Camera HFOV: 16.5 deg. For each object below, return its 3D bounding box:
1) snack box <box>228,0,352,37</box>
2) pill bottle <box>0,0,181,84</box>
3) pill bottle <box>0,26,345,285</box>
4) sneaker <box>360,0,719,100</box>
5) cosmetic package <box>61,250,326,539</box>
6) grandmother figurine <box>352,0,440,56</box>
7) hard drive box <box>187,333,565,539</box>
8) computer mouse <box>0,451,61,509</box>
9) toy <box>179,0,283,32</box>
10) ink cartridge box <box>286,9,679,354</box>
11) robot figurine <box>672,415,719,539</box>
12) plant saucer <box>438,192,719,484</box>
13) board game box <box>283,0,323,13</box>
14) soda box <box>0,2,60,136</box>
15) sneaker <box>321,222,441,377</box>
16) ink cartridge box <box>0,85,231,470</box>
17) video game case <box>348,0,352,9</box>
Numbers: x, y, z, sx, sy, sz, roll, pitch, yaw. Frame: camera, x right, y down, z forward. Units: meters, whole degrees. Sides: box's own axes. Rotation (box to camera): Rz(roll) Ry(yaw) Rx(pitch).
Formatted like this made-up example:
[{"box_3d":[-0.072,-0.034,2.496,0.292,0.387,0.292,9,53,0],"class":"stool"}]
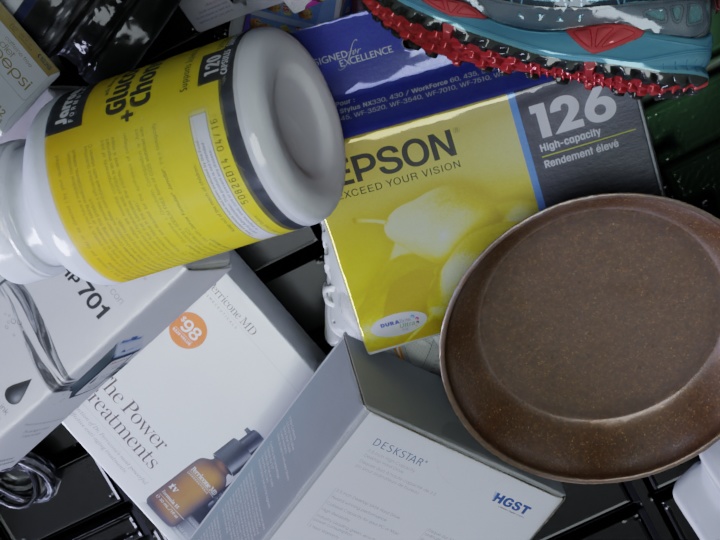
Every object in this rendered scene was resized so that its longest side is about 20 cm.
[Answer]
[{"box_3d":[-0.034,-0.201,1.477,0.071,0.024,0.201,16,111,18],"class":"snack box"},{"box_3d":[-0.203,-0.194,1.454,0.199,0.112,0.112,36,108,-10],"class":"pill bottle"},{"box_3d":[-0.116,-0.056,1.384,0.199,0.112,0.113,-16,109,23],"class":"pill bottle"},{"box_3d":[0.098,-0.155,1.364,0.199,0.079,0.096,12,82,-3],"class":"sneaker"},{"box_3d":[-0.082,0.102,1.587,0.151,0.052,0.200,-39,104,12],"class":"cosmetic package"},{"box_3d":[0.046,-0.143,1.445,0.121,0.061,0.200,39,116,-1],"class":"grandmother figurine"},{"box_3d":[0.003,0.160,1.532,0.155,0.077,0.200,26,115,-27],"class":"hard drive box"},{"box_3d":[-0.289,0.188,1.632,0.138,0.053,0.201,21,99,-6],"class":"computer mouse"},{"box_3d":[-0.107,-0.244,1.452,0.115,0.047,0.201,-10,119,55],"class":"toy"},{"box_3d":[0.070,-0.066,1.435,0.196,0.047,0.201,-16,122,6],"class":"ink cartridge box"},{"box_3d":[0.286,0.099,1.532,0.200,0.113,0.169,-45,142,16],"class":"robot figurine"},{"box_3d":[0.143,0.034,1.455,0.199,0.037,0.202,-2,122,-4],"class":"plant saucer"},{"box_3d":[0.017,-0.274,1.391,0.199,0.041,0.201,-24,68,10],"class":"board game box"},{"box_3d":[-0.262,-0.092,1.465,0.068,0.064,0.200,48,142,-14],"class":"soda box"},{"box_3d":[0.000,0.000,1.536,0.092,0.076,0.200,-31,104,18],"class":"sneaker"},{"box_3d":[-0.202,0.006,1.517,0.200,0.086,0.147,-42,80,15],"class":"ink cartridge box"},{"box_3d":[0.107,-0.188,1.453,0.182,0.024,0.200,39,112,9],"class":"video game case"}]
